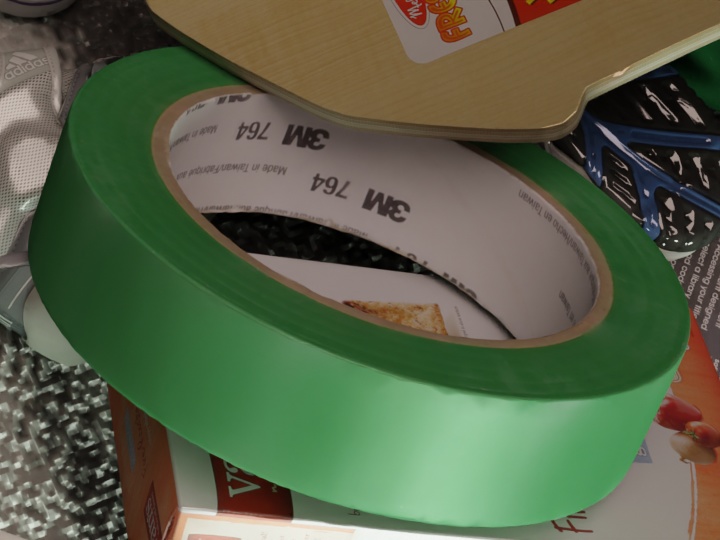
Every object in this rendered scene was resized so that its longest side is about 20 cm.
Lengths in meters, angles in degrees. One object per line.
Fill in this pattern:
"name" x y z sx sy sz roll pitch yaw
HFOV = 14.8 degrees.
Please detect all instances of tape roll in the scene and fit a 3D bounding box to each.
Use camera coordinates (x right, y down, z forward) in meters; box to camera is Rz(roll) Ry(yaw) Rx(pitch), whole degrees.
"tape roll" 0.000 0.000 0.852 0.200 0.048 0.200 17 27 -9

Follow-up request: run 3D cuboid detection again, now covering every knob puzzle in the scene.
"knob puzzle" 0.024 -0.120 0.909 0.220 0.030 0.220 -2 65 5

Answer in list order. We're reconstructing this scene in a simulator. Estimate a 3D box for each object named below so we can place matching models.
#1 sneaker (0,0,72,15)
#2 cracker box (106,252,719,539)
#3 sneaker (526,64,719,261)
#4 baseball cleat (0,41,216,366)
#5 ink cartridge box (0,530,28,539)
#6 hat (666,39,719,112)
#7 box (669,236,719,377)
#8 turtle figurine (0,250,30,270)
"sneaker" -0.159 -0.188 0.965 0.200 0.114 0.073 41 68 3
"cracker box" 0.024 0.060 0.891 0.200 0.058 0.134 6 36 -16
"sneaker" 0.043 -0.076 0.967 0.076 0.077 0.200 -34 85 -31
"baseball cleat" -0.071 -0.064 0.976 0.106 0.070 0.200 39 66 -4
"ink cartridge box" -0.106 0.179 0.775 0.117 0.067 0.200 23 54 -13
"hat" 0.062 -0.126 1.011 0.176 0.166 0.200 -3 66 13
"box" 0.149 0.030 1.024 0.200 0.036 0.143 25 68 -4
"turtle figurine" -0.179 0.068 0.848 0.200 0.144 0.194 30 47 2
